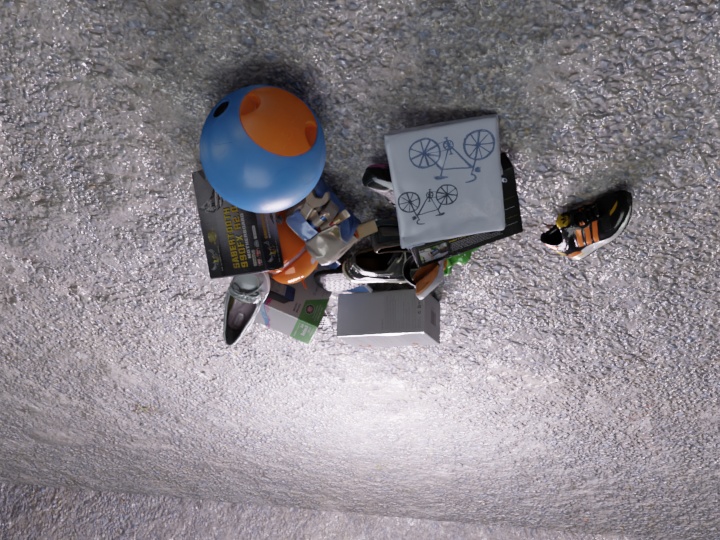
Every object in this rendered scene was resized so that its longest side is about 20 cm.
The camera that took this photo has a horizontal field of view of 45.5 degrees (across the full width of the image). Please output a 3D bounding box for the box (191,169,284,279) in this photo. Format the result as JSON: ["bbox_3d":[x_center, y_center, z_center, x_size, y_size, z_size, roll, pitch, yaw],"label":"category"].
[{"bbox_3d":[-0.221,-0.092,1.539,0.158,0.201,0.048,-7,-176,41],"label":"box"}]

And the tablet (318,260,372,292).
[{"bbox_3d":[-0.075,-0.007,1.802,0.130,0.014,0.200,1,150,42],"label":"tablet"}]

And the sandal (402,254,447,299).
[{"bbox_3d":[0.113,-0.005,1.559,0.079,0.207,0.059,-42,95,8],"label":"sandal"}]

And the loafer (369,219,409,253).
[{"bbox_3d":[0.112,-0.050,1.636,0.199,0.063,0.072,5,146,-13],"label":"loafer"}]

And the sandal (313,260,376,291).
[{"bbox_3d":[0.000,0.000,1.726,0.199,0.045,0.075,-8,153,-16],"label":"sandal"}]

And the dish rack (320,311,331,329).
[{"bbox_3d":[-0.152,0.096,1.973,0.153,0.055,0.200,1,148,14],"label":"dish rack"}]

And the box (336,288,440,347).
[{"bbox_3d":[0.063,0.107,1.871,0.199,0.098,0.124,-5,162,20],"label":"box"}]

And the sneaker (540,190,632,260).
[{"bbox_3d":[0.398,-0.083,1.531,0.090,0.070,0.200,14,150,-15],"label":"sneaker"}]

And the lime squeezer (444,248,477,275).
[{"bbox_3d":[0.179,-0.022,1.652,0.200,0.071,0.038,-35,96,26],"label":"lime squeezer"}]

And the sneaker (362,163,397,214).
[{"bbox_3d":[0.089,-0.115,1.517,0.199,0.080,0.087,22,116,-19],"label":"sneaker"}]

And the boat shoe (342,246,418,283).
[{"bbox_3d":[0.067,-0.018,1.674,0.199,0.072,0.068,-6,155,-20],"label":"boat shoe"}]

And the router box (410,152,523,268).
[{"bbox_3d":[0.173,-0.102,1.479,0.199,0.051,0.150,-19,132,-1],"label":"router box"}]

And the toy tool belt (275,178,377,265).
[{"bbox_3d":[-0.070,-0.114,1.570,0.123,0.125,0.200,-34,115,24],"label":"toy tool belt"}]

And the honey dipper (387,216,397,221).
[{"bbox_3d":[0.036,-0.045,1.716,0.038,0.038,0.200,14,147,-9],"label":"honey dipper"}]

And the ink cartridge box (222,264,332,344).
[{"bbox_3d":[-0.163,0.040,1.766,0.199,0.146,0.088,23,146,-2],"label":"ink cartridge box"}]

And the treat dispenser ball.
[{"bbox_3d":[-0.155,-0.192,1.366,0.200,0.202,0.201,6,149,4],"label":"treat dispenser ball"}]

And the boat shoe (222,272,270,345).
[{"bbox_3d":[-0.226,0.063,1.654,0.074,0.065,0.202,23,133,-4],"label":"boat shoe"}]

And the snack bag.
[{"bbox_3d":[0.144,-0.143,1.399,0.188,0.021,0.201,-11,110,-2],"label":"snack bag"}]

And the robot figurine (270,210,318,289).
[{"bbox_3d":[-0.155,-0.058,1.632,0.200,0.117,0.144,50,166,-13],"label":"robot figurine"}]
